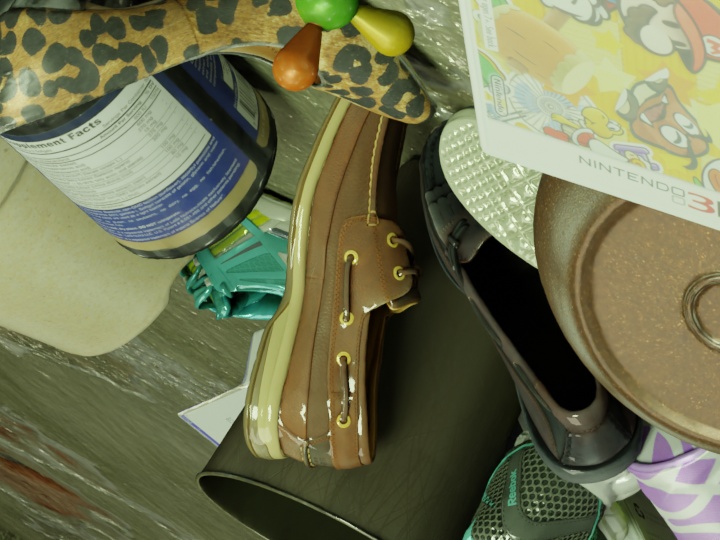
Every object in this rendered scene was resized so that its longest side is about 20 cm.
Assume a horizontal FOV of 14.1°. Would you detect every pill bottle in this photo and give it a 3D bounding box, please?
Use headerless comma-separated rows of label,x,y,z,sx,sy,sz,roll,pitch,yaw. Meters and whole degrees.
pill bottle,-0.137,-0.100,1.491,0.112,0.112,0.200,17,160,41

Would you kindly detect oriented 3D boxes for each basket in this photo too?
basket,0.025,0.055,1.522,0.136,0.201,0.180,34,166,-20

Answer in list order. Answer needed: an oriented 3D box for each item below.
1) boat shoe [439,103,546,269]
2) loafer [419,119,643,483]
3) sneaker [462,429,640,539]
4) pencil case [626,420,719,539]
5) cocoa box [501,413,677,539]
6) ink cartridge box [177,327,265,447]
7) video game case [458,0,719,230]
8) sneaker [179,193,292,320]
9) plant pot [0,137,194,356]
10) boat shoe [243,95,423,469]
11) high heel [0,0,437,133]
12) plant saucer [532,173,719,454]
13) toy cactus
boat shoe,0.130,-0.029,1.283,0.199,0.062,0.075,19,129,15
loafer,0.080,0.002,1.363,0.063,0.072,0.201,66,-179,-62
sneaker,0.084,0.128,1.457,0.078,0.091,0.200,40,168,14
pencil case,0.203,0.125,1.390,0.200,0.084,0.086,51,-169,-23
cocoa box,0.127,0.163,1.659,0.200,0.131,0.134,28,-149,-56
ink cartridge box,0.024,0.082,1.722,0.199,0.044,0.198,-21,141,21
video game case,0.119,-0.087,1.100,0.181,0.023,0.200,19,148,22
sneaker,-0.081,-0.013,1.742,0.199,0.080,0.078,26,165,18
plant pot,-0.195,-0.048,1.646,0.183,0.201,0.200,32,167,-38
boat shoe,0.000,0.000,1.421,0.067,0.201,0.072,13,178,15
high heel,-0.073,-0.083,1.358,0.200,0.143,0.071,32,165,-9
plant saucer,0.161,0.010,1.228,0.200,0.037,0.201,14,128,18
toy cactus,-0.040,-0.164,1.161,0.200,0.102,0.165,33,158,21
